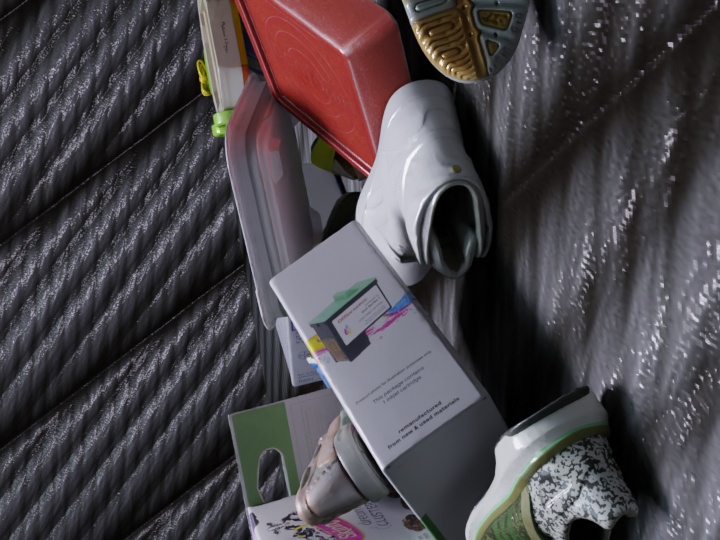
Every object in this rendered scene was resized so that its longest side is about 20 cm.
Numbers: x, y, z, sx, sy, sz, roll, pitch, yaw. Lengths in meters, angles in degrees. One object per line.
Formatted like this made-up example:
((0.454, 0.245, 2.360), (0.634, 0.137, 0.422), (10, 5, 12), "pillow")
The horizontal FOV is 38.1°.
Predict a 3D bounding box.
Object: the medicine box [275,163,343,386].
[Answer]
((-0.060, 0.004, 1.270), (0.201, 0.102, 0.183), (91, 164, -47), "medicine box")

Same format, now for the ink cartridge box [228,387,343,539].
((-0.010, 0.161, 0.915), (0.048, 0.198, 0.147), (-147, 46, -72), "ink cartridge box")

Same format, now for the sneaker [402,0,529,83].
((0.053, -0.195, 0.607), (0.088, 0.075, 0.202), (60, -161, -74), "sneaker")

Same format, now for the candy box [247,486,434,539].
((0.021, 0.220, 0.815), (0.168, 0.198, 0.072), (-153, 52, -76), "candy box")

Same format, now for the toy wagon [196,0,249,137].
((-0.141, -0.214, 1.038), (0.200, 0.039, 0.157), (177, 83, -81), "toy wagon")

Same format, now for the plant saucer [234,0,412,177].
((-0.031, -0.159, 0.814), (0.199, 0.037, 0.201), (42, 164, 32), "plant saucer")

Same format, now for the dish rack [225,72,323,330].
((-0.073, -0.066, 0.951), (0.172, 0.043, 0.201), (-80, -18, -58), "dish rack")

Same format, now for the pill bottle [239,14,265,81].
((-0.078, -0.283, 1.042), (0.201, 0.111, 0.113), (93, 162, -54), "pill bottle")

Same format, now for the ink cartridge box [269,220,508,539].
((0.030, 0.082, 0.742), (0.200, 0.084, 0.145), (55, 178, 45), "ink cartridge box")

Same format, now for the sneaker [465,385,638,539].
((0.116, 0.158, 0.616), (0.201, 0.076, 0.089), (89, 157, -51), "sneaker")

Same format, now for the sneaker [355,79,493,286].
((0.045, -0.027, 0.774), (0.201, 0.073, 0.116), (94, 164, -51), "sneaker")

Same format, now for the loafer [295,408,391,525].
((-0.013, 0.150, 0.792), (0.072, 0.063, 0.200), (55, 180, 6), "loafer")

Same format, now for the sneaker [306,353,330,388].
((0.001, 0.123, 1.149), (0.090, 0.078, 0.200), (61, -178, 21), "sneaker")

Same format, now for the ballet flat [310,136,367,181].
((-0.006, -0.123, 0.977), (0.067, 0.067, 0.200), (58, 163, 12), "ballet flat")

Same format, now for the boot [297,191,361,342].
((-0.002, 0.001, 0.975), (0.200, 0.072, 0.183), (-160, 82, -72), "boot")
